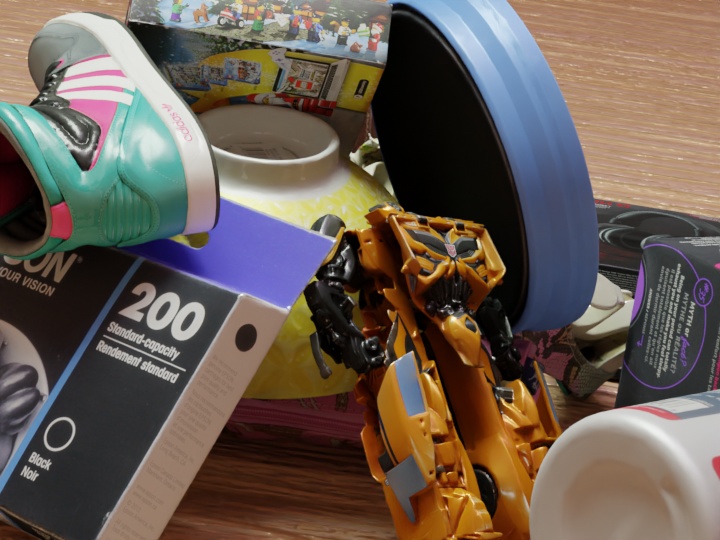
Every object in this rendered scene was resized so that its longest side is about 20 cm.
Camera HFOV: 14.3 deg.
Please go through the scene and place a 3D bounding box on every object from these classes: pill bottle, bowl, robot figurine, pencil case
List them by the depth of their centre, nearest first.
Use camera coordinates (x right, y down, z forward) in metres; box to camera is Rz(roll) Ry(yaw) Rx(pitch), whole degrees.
[{"bbox_3d":[0.190,0.116,1.391,0.200,0.120,0.120,-6,20,-43],"label":"pill bottle"},{"bbox_3d":[0.044,0.053,1.425,0.145,0.200,0.058,6,-29,-47],"label":"robot figurine"},{"bbox_3d":[0.060,-0.060,1.518,0.039,0.201,0.201,-20,24,-18],"label":"bowl"},{"bbox_3d":[-0.055,-0.025,1.519,0.200,0.108,0.200,5,24,-2],"label":"bowl"},{"bbox_3d":[-0.002,0.065,1.561,0.200,0.083,0.087,9,-13,5],"label":"pencil case"}]

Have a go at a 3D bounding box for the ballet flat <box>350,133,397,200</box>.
[{"bbox_3d":[0.000,0.000,1.673,0.076,0.064,0.200,-27,34,34],"label":"ballet flat"}]

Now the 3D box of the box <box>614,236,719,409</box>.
[{"bbox_3d":[0.251,0.062,1.613,0.106,0.122,0.200,-2,18,-34],"label":"box"}]

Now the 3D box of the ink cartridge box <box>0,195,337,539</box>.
[{"bbox_3d":[-0.139,0.032,1.421,0.198,0.200,0.043,20,-18,39],"label":"ink cartridge box"}]

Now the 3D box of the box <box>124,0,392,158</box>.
[{"bbox_3d":[-0.067,-0.097,1.567,0.136,0.038,0.200,10,-23,-7],"label":"box"}]

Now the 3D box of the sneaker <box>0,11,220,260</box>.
[{"bbox_3d":[-0.162,-0.066,1.440,0.121,0.084,0.200,-11,30,-23],"label":"sneaker"}]

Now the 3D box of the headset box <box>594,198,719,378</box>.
[{"bbox_3d":[0.175,0.009,1.864,0.149,0.077,0.200,10,17,8],"label":"headset box"}]

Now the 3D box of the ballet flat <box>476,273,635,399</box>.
[{"bbox_3d":[0.125,0.032,1.674,0.071,0.069,0.200,-25,-17,13],"label":"ballet flat"}]

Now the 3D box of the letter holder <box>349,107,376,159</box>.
[{"bbox_3d":[-0.037,-0.059,1.768,0.142,0.200,0.101,3,16,-17],"label":"letter holder"}]
